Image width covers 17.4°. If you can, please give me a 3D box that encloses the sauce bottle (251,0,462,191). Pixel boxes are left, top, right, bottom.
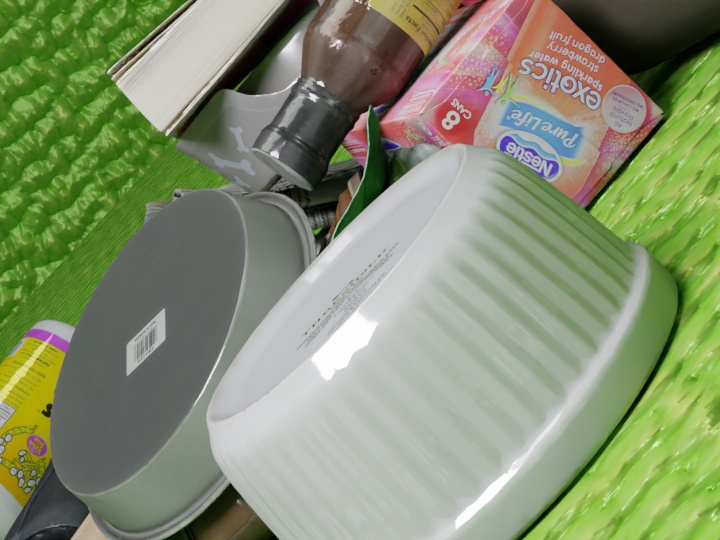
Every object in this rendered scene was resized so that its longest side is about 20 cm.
[{"bbox_3d":[0.011,-0.135,1.231,0.201,0.065,0.065,-56,11,-7],"label":"sauce bottle"}]

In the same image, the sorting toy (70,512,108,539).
[{"bbox_3d":[-0.110,0.151,1.324,0.200,0.036,0.185,-27,23,49],"label":"sorting toy"}]

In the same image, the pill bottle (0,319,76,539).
[{"bbox_3d":[-0.266,0.141,1.788,0.200,0.104,0.104,-52,11,-24],"label":"pill bottle"}]

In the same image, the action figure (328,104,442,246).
[{"bbox_3d":[0.004,0.036,1.150,0.054,0.118,0.201,5,64,27],"label":"action figure"}]

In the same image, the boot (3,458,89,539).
[{"bbox_3d":[-0.170,0.124,1.561,0.165,0.066,0.200,-51,4,27],"label":"boot"}]

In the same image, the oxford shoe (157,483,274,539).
[{"bbox_3d":[-0.046,0.061,1.228,0.084,0.072,0.201,-34,39,42],"label":"oxford shoe"}]

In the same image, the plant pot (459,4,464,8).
[{"bbox_3d":[0.052,-0.217,1.539,0.200,0.183,0.200,-41,-5,-5],"label":"plant pot"}]

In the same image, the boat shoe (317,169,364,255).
[{"bbox_3d":[0.000,0.000,1.325,0.068,0.072,0.200,-44,11,11],"label":"boat shoe"}]

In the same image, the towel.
[{"bbox_3d":[-0.044,-0.051,1.504,0.199,0.035,0.193,-13,10,-6],"label":"towel"}]

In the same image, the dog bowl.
[{"bbox_3d":[-0.020,-0.125,1.381,0.200,0.059,0.200,-47,3,3],"label":"dog bowl"}]

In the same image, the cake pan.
[{"bbox_3d":[-0.098,0.043,1.215,0.200,0.037,0.201,-38,37,35],"label":"cake pan"}]

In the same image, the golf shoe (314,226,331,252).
[{"bbox_3d":[-0.049,0.009,1.445,0.075,0.091,0.200,-40,11,39],"label":"golf shoe"}]

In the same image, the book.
[{"bbox_3d":[-0.074,-0.137,1.384,0.134,0.048,0.200,-44,0,1],"label":"book"}]

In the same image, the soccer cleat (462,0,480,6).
[{"bbox_3d":[0.094,-0.183,1.365,0.067,0.077,0.200,-44,-31,20],"label":"soccer cleat"}]

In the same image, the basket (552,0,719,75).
[{"bbox_3d":[0.161,-0.190,1.197,0.135,0.181,0.200,-21,-12,-25],"label":"basket"}]

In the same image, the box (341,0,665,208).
[{"bbox_3d":[0.068,-0.079,1.266,0.095,0.103,0.200,-48,11,-9],"label":"box"}]

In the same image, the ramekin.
[{"bbox_3d":[0.026,0.039,0.979,0.200,0.105,0.200,-45,10,10],"label":"ramekin"}]
